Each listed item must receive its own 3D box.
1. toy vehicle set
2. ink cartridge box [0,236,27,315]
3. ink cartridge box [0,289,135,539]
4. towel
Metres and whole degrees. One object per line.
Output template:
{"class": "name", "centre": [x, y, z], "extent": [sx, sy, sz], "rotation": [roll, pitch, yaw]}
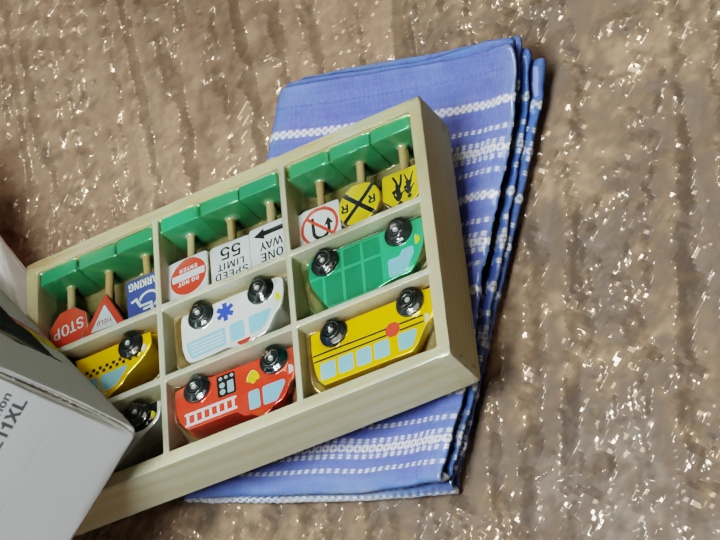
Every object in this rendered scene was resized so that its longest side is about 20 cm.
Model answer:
{"class": "toy vehicle set", "centre": [-0.049, 0.020, 1.098], "extent": [0.200, 0.027, 0.124], "rotation": [-23, 53, 22]}
{"class": "ink cartridge box", "centre": [-0.205, 0.059, 1.240], "extent": [0.161, 0.050, 0.200], "rotation": [-40, 43, 15]}
{"class": "ink cartridge box", "centre": [-0.197, 0.073, 1.110], "extent": [0.146, 0.083, 0.200], "rotation": [-58, 38, 5]}
{"class": "towel", "centre": [0.000, 0.000, 1.115], "extent": [0.145, 0.024, 0.200], "rotation": [-6, 62, 39]}
